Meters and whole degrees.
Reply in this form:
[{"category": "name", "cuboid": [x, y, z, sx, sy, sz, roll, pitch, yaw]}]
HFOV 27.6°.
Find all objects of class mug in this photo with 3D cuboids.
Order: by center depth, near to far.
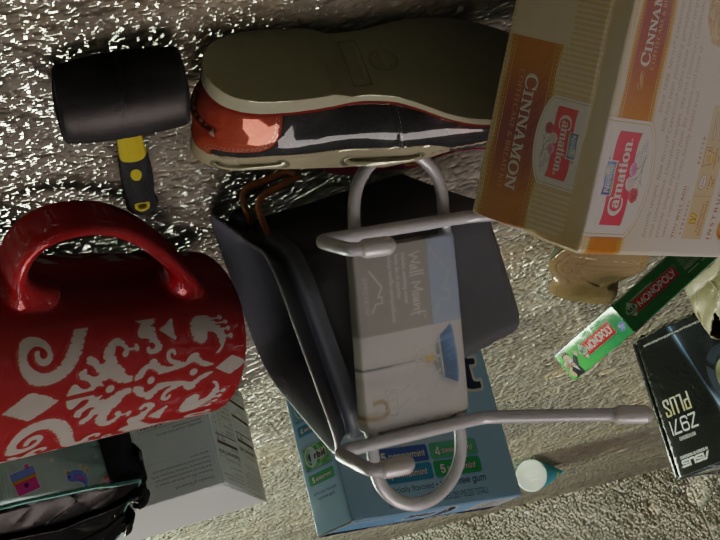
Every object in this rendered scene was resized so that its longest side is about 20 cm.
[{"category": "mug", "cuboid": [-0.168, 0.044, 0.909, 0.198, 0.135, 0.177, -5, 166, -41]}]

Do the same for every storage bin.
[{"category": "storage bin", "cuboid": [0.000, 0.000, 0.892, 0.133, 0.147, 0.200, -23, -165, -12]}]

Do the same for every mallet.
[{"category": "mallet", "cuboid": [-0.112, -0.067, 0.776, 0.065, 0.042, 0.200, -12, 167, -1]}]

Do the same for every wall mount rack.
[{"category": "wall mount rack", "cuboid": [0.064, 0.031, 0.786, 0.172, 0.203, 0.074, -10, -169, -27]}]

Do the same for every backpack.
[{"category": "backpack", "cuboid": [-0.282, 0.158, 1.122, 0.198, 0.155, 0.176, -19, 164, -25]}]

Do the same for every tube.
[{"category": "tube", "cuboid": [0.290, 0.339, 2.418, 0.076, 0.051, 0.200, -11, 170, 10]}]

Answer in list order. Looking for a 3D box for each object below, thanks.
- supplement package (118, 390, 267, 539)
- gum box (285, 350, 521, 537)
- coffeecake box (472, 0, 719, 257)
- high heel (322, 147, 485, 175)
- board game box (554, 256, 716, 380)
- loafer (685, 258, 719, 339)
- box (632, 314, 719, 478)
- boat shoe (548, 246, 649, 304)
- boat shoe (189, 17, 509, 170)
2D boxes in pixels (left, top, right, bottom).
[{"category": "supplement package", "cuboid": [-0.206, 0.179, 1.335, 0.198, 0.112, 0.156, -17, 163, 6]}, {"category": "gum box", "cuboid": [0.021, 0.081, 1.069, 0.169, 0.202, 0.044, 0, 158, -41]}, {"category": "coffeecake box", "cuboid": [0.160, -0.090, 0.721, 0.198, 0.156, 0.073, 1, -164, -43]}, {"category": "high heel", "cuboid": [0.074, -0.067, 0.827, 0.198, 0.097, 0.067, -18, 163, 7]}, {"category": "board game box", "cuboid": [0.253, 0.001, 1.180, 0.199, 0.029, 0.135, -38, 173, -22]}, {"category": "loafer", "cuboid": [0.372, 0.011, 1.396, 0.075, 0.068, 0.200, -13, 163, -10]}, {"category": "box", "cuboid": [0.423, 0.121, 1.628, 0.086, 0.166, 0.199, 1, 157, -45]}, {"category": "boat shoe", "cuboid": [0.180, -0.024, 1.121, 0.071, 0.066, 0.200, 5, 166, 5]}, {"category": "boat shoe", "cuboid": [0.010, -0.083, 0.750, 0.197, 0.072, 0.063, -4, 142, -18]}]
